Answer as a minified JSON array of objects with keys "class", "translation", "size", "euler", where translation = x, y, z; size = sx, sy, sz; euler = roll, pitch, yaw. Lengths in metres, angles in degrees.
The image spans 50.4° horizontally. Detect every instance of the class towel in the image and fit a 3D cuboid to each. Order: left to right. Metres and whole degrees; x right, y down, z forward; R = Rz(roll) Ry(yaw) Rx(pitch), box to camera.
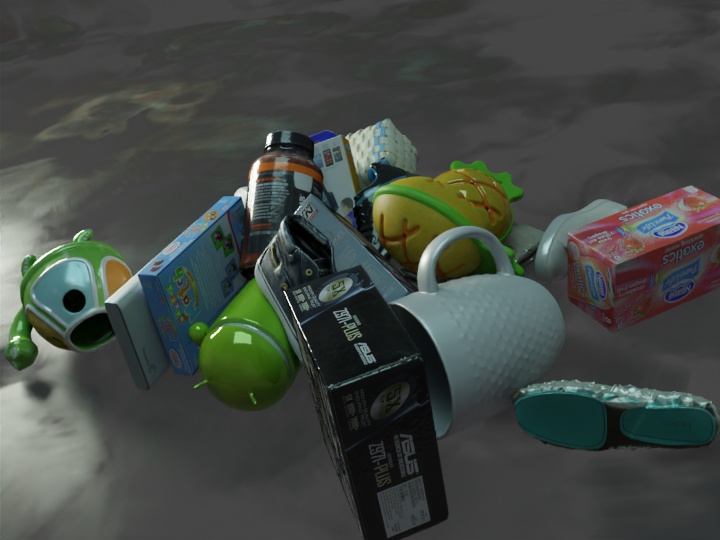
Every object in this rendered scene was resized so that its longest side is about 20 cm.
[{"class":"towel","translation":[0.165,-0.019,1.074],"size":[0.199,0.035,0.132],"euler":[-30,38,-31]}]

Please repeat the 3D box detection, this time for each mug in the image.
[{"class":"mug","translation":[0.120,0.054,0.812],"size":[0.174,0.203,0.147],"euler":[-18,11,-26]}]

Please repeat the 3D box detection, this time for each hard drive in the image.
[{"class":"hard drive","translation":[-0.244,0.041,1.003],"size":[0.026,0.133,0.200],"euler":[6,35,25]}]

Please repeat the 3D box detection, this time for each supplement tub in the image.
[{"class":"supplement tub","translation":[-0.105,-0.086,1.046],"size":[0.105,0.107,0.203],"euler":[-1,74,15]}]

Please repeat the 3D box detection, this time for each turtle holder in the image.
[{"class":"turtle holder","translation":[-0.397,0.046,1.039],"size":[0.184,0.142,0.132],"euler":[-16,47,-26]}]

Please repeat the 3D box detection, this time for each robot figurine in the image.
[{"class":"robot figurine","translation":[-0.117,0.083,0.912],"size":[0.173,0.117,0.201],"euler":[10,36,17]}]

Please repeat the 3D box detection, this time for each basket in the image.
[{"class":"basket","translation":[-0.007,-0.130,1.215],"size":[0.198,0.139,0.178],"euler":[-24,36,25]}]

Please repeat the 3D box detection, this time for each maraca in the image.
[{"class":"maraca","translation":[0.101,-0.039,0.913],"size":[0.199,0.137,0.108],"euler":[31,74,3]},{"class":"maraca","translation":[0.150,-0.091,1.051],"size":[0.136,0.108,0.200],"euler":[28,47,12]}]

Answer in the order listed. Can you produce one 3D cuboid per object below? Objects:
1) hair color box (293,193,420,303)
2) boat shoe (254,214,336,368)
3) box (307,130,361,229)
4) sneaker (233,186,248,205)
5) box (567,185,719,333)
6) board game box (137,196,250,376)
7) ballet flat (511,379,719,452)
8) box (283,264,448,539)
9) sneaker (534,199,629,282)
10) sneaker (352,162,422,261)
[{"class":"hair color box","translation":[0.000,0.000,0.925],"size":[0.061,0.099,0.200],"euler":[-49,55,5]},{"class":"boat shoe","translation":[-0.046,0.035,0.843],"size":[0.070,0.091,0.201],"euler":[-17,60,-43]},{"class":"box","translation":[-0.057,-0.104,1.116],"size":[0.118,0.203,0.041],"euler":[-17,-8,15]},{"class":"sneaker","translation":[-0.194,-0.075,1.231],"size":[0.084,0.074,0.200],"euler":[-15,33,-13]},{"class":"box","translation":[0.363,-0.016,0.945],"size":[0.198,0.104,0.095],"euler":[-19,32,-16]},{"class":"board game box","translation":[-0.200,0.016,1.012],"size":[0.036,0.153,0.200],"euler":[3,33,24]},{"class":"ballet flat","translation":[0.252,0.144,0.765],"size":[0.197,0.073,0.072],"euler":[4,33,13]},{"class":"box","translation":[0.005,0.127,0.724],"size":[0.085,0.202,0.164],"euler":[-18,31,-10]},{"class":"sneaker","translation":[0.309,-0.041,1.011],"size":[0.084,0.074,0.199],"euler":[19,40,43]},{"class":"sneaker","translation":[0.018,-0.062,1.052],"size":[0.081,0.073,0.202],"euler":[24,58,-2]}]
